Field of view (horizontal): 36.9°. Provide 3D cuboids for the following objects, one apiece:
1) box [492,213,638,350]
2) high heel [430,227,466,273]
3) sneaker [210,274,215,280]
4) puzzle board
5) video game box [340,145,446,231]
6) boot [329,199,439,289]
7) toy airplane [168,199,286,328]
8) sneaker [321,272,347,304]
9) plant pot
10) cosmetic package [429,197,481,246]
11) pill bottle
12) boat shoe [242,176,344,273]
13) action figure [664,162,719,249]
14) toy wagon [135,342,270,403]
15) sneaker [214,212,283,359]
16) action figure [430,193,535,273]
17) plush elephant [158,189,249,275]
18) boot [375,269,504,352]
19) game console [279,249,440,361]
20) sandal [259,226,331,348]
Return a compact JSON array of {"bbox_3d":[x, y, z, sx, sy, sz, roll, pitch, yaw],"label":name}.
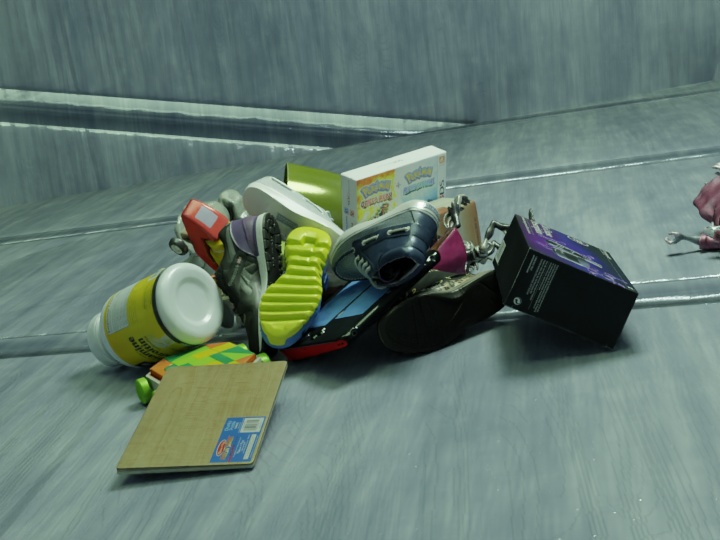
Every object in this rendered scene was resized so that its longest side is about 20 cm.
[{"bbox_3d":[0.244,0.008,1.313,0.139,0.080,0.200,24,14,-4],"label":"box"},{"bbox_3d":[0.063,0.007,1.542,0.197,0.097,0.067,-14,14,-13],"label":"high heel"},{"bbox_3d":[-0.209,0.029,1.731,0.197,0.074,0.077,-4,5,15],"label":"sneaker"},{"bbox_3d":[-0.169,0.162,1.197,0.148,0.018,0.201,-4,26,9],"label":"puzzle board"},{"bbox_3d":[0.057,-0.091,1.755,0.198,0.185,0.047,-21,29,-35],"label":"video game box"},{"bbox_3d":[0.017,-0.014,1.373,0.199,0.072,0.091,-34,27,46],"label":"boot"},{"bbox_3d":[-0.169,-0.006,1.575,0.197,0.204,0.140,-6,3,-44],"label":"toy airplane"},{"bbox_3d":[0.000,0.000,1.574,0.199,0.083,0.077,-35,-12,14],"label":"sneaker"},{"bbox_3d":[-0.038,-0.088,1.898,0.197,0.190,0.187,3,12,-7],"label":"plant pot"},{"bbox_3d":[0.091,-0.041,1.702,0.198,0.105,0.087,-22,19,-34],"label":"cosmetic package"},{"bbox_3d":[-0.288,0.069,1.485,0.198,0.113,0.112,-23,3,40],"label":"pill bottle"},{"bbox_3d":[-0.074,-0.067,1.532,0.198,0.073,0.069,29,39,11],"label":"boat shoe"},{"bbox_3d":[0.537,-0.072,1.560,0.148,0.135,0.201,32,34,-1],"label":"action figure"},{"bbox_3d":[-0.209,0.130,1.380,0.153,0.040,0.199,-18,15,-26],"label":"toy wagon"},{"bbox_3d":[-0.153,0.027,1.469,0.086,0.203,0.076,-9,-19,18],"label":"sneaker"},{"bbox_3d":[0.163,-0.044,1.638,0.196,0.120,0.103,-4,43,1],"label":"action figure"},{"bbox_3d":[-0.275,-0.057,1.938,0.163,0.157,0.198,-22,17,-38],"label":"plush elephant"},{"bbox_3d":[0.080,0.047,1.421,0.198,0.074,0.150,-25,15,-26],"label":"boot"},{"bbox_3d":[-0.004,0.044,1.402,0.200,0.031,0.176,-42,11,-31],"label":"game console"},{"bbox_3d":[-0.081,0.035,1.433,0.078,0.088,0.201,11,42,11],"label":"sandal"}]
